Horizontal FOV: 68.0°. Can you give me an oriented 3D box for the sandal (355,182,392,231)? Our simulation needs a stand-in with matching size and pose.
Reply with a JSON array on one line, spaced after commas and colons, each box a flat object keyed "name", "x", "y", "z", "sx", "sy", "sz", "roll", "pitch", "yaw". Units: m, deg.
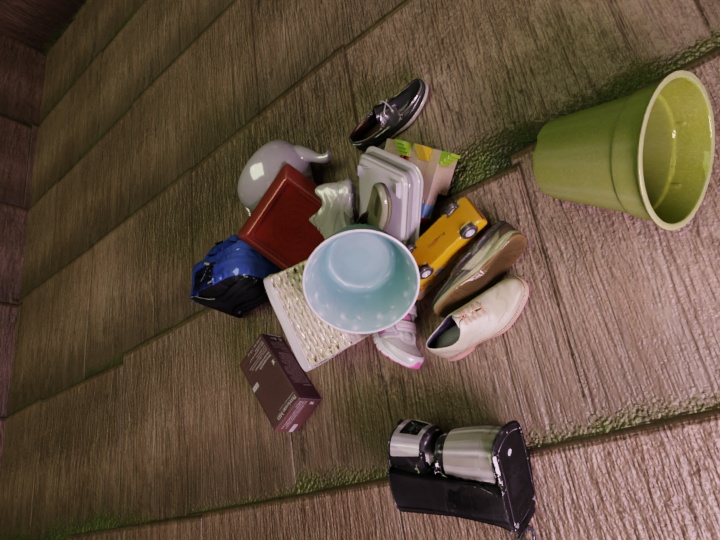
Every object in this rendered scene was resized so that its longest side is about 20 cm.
[{"name": "sandal", "x": 0.013, "y": -0.073, "z": 1.001, "sx": 0.080, "sy": 0.057, "sz": 0.202, "roll": 53, "pitch": 146, "yaw": 44}]

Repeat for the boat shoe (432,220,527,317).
[{"name": "boat shoe", "x": 0.197, "y": 0.000, "z": 0.922, "sx": 0.200, "sy": 0.073, "sz": 0.065, "roll": -45, "pitch": 42, "yaw": 18}]

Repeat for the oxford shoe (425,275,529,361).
[{"name": "oxford shoe", "x": 0.194, "y": 0.082, "z": 0.891, "sx": 0.200, "sy": 0.074, "sz": 0.071, "roll": -48, "pitch": 52, "yaw": 20}]

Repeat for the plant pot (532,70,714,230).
[{"name": "plant pot", "x": 0.360, "y": -0.164, "z": 0.764, "sx": 0.190, "sy": 0.199, "sz": 0.201, "roll": 12, "pitch": 86, "yaw": 55}]

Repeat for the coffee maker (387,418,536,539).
[{"name": "coffee maker", "x": 0.150, "y": 0.328, "z": 0.819, "sx": 0.199, "sy": 0.134, "sz": 0.194, "roll": -12, "pitch": 71, "yaw": 39}]

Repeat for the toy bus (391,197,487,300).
[{"name": "toy bus", "x": 0.144, "y": -0.036, "z": 0.965, "sx": 0.200, "sy": 0.078, "sz": 0.065, "roll": -45, "pitch": 52, "yaw": 22}]

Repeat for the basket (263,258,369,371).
[{"name": "basket", "x": -0.077, "y": 0.074, "z": 1.053, "sx": 0.123, "sy": 0.135, "sz": 0.201, "roll": -26, "pitch": 86, "yaw": 25}]

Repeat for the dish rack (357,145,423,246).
[{"name": "dish rack", "x": 0.046, "y": -0.122, "z": 1.027, "sx": 0.171, "sy": 0.043, "sz": 0.201, "roll": 35, "pitch": 136, "yaw": 43}]

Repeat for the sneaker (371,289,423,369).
[{"name": "sneaker", "x": 0.065, "y": 0.091, "z": 0.995, "sx": 0.088, "sy": 0.081, "sz": 0.201, "roll": -47, "pitch": 53, "yaw": 22}]

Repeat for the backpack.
[{"name": "backpack", "x": -0.290, "y": 0.002, "z": 1.274, "sx": 0.199, "sy": 0.162, "sz": 0.169, "roll": -21, "pitch": 61, "yaw": 36}]

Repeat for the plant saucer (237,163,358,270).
[{"name": "plant saucer", "x": -0.139, "y": -0.093, "z": 1.160, "sx": 0.200, "sy": 0.199, "sz": 0.037, "roll": -53, "pitch": 6, "yaw": 11}]

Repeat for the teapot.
[{"name": "teapot", "x": -0.179, "y": -0.190, "z": 1.240, "sx": 0.146, "sy": 0.197, "sz": 0.200, "roll": 39, "pitch": 148, "yaw": 11}]

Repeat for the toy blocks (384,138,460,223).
[{"name": "toy blocks", "x": 0.100, "y": -0.174, "z": 1.044, "sx": 0.200, "sy": 0.099, "sz": 0.138, "roll": 28, "pitch": 107, "yaw": 45}]

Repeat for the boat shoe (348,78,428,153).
[{"name": "boat shoe", "x": 0.060, "y": -0.329, "z": 1.132, "sx": 0.200, "sy": 0.067, "sz": 0.072, "roll": -39, "pitch": 54, "yaw": 24}]

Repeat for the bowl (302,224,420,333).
[{"name": "bowl", "x": 0.000, "y": 0.000, "z": 0.939, "sx": 0.201, "sy": 0.200, "sz": 0.105, "roll": -47, "pitch": 20, "yaw": 20}]

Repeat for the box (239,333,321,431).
[{"name": "box", "x": -0.179, "y": 0.243, "z": 1.169, "sx": 0.100, "sy": 0.075, "sz": 0.200, "roll": -54, "pitch": 52, "yaw": 15}]

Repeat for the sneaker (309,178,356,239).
[{"name": "sneaker", "x": -0.055, "y": -0.089, "z": 1.108, "sx": 0.099, "sy": 0.078, "sz": 0.202, "roll": 0, "pitch": 106, "yaw": 10}]
